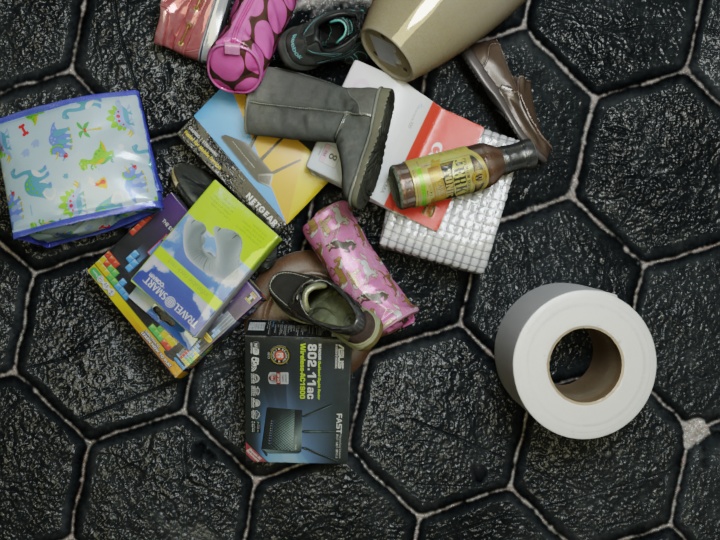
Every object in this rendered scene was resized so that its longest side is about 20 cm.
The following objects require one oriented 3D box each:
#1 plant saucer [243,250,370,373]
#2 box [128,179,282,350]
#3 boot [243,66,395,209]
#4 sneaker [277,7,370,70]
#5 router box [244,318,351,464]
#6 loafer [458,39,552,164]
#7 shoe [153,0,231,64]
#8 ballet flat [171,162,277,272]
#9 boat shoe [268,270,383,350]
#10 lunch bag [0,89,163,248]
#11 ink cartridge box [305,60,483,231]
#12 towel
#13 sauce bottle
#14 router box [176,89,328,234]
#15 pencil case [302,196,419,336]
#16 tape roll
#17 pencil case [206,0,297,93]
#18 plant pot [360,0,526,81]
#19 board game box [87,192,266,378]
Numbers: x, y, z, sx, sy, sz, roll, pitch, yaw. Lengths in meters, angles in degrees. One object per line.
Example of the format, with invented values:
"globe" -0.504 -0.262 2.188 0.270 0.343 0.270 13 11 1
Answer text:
"plant saucer" -0.072 0.073 1.339 0.197 0.037 0.204 0 93 -3
"box" -0.215 -0.006 1.250 0.122 0.048 0.201 39 88 5
"boot" -0.065 -0.179 1.219 0.197 0.073 0.185 11 71 12
"sneaker" -0.018 -0.320 1.262 0.199 0.079 0.076 -29 101 -37
"router box" -0.087 0.172 1.301 0.147 0.062 0.203 1 110 -2
"loafer" 0.220 -0.245 1.315 0.070 0.073 0.201 -34 95 -1
"shoe" -0.223 -0.397 1.288 0.090 0.071 0.203 17 96 -6
"ballet flat" -0.200 -0.072 1.317 0.200 0.057 0.066 46 48 1
"boat shoe" -0.055 0.040 1.237 0.199 0.066 0.072 28 75 37
"lunch bag" -0.375 -0.140 1.260 0.197 0.127 0.173 -15 84 8
"ink cartridge box" 0.047 -0.171 1.260 0.198 0.057 0.165 25 88 13
"towel" 0.125 -0.109 1.314 0.163 0.086 0.203 16 87 4
"sauce bottle" 0.137 -0.134 1.229 0.197 0.065 0.066 -17 94 -7
"router box" -0.140 -0.171 1.312 0.200 0.051 0.149 45 88 -5
"pencil case" 0.000 0.000 1.294 0.086 0.083 0.202 -29 80 -17
"tape roll" 0.299 0.123 1.307 0.199 0.139 0.207 0 94 -2
"pencil case" -0.143 -0.337 1.241 0.089 0.094 0.202 18 58 -5
"plant pot" 0.095 -0.356 1.227 0.187 0.187 0.201 42 78 -4
"board game box" -0.257 0.021 1.301 0.165 0.057 0.200 -43 84 1
